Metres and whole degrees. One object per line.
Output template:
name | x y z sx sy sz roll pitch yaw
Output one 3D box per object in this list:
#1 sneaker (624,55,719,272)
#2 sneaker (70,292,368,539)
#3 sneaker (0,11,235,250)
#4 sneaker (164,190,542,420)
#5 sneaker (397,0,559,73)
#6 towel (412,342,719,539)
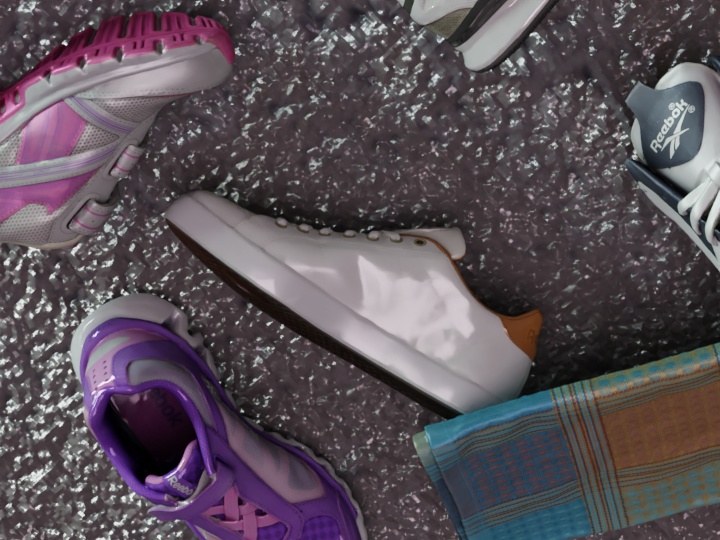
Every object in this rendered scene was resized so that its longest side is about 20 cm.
sneaker | 0.172 -0.038 1.039 0.130 0.199 0.079 40 112 2
sneaker | -0.076 0.106 1.146 0.080 0.088 0.200 -40 104 12
sneaker | -0.143 -0.061 1.102 0.200 0.081 0.088 -24 107 18
sneaker | 0.000 0.000 1.129 0.200 0.073 0.085 31 82 -6
sneaker | 0.077 -0.199 1.046 0.115 0.076 0.201 37 108 -12
towel | 0.136 0.093 1.128 0.200 0.022 0.147 -16 145 7
